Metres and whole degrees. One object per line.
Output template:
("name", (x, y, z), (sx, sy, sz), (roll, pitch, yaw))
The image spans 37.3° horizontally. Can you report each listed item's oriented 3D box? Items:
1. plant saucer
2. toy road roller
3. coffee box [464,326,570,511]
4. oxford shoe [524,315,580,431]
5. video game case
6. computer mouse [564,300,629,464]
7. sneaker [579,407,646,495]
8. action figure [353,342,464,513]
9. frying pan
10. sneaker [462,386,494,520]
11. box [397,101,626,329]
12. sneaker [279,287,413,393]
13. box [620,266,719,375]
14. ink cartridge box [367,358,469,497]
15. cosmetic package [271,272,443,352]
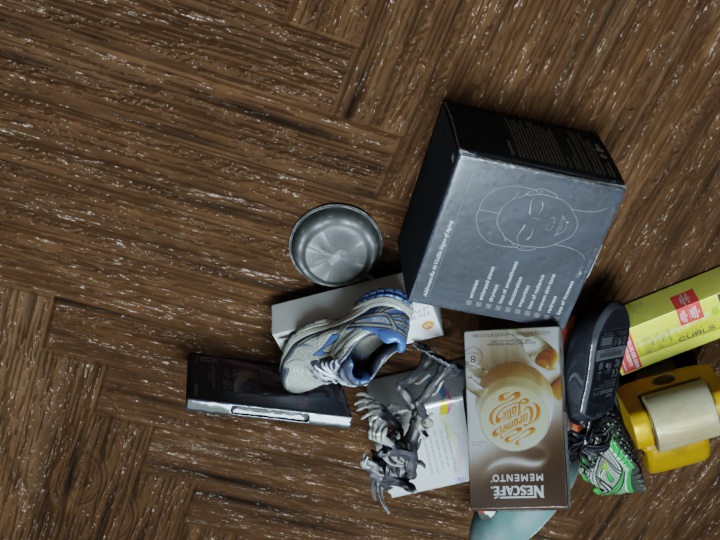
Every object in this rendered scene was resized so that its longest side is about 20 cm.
("plant saucer", (0.207, 0.304, 1.433), (0.039, 0.201, 0.201), (44, 112, -5))
("toy road roller", (0.402, 0.198, 1.368), (0.121, 0.200, 0.148), (-17, 102, 6))
("coffee box", (0.182, 0.173, 1.231), (0.112, 0.204, 0.080), (-4, 166, 12))
("oxford shoe", (0.255, 0.143, 1.404), (0.071, 0.071, 0.203), (0, 122, 19))
("video game case", (-0.115, 0.148, 1.317), (0.196, 0.143, 0.019), (7, 106, -11))
("computer mouse", (0.275, 0.130, 1.312), (0.137, 0.052, 0.203), (4, 101, -47))
("sneaker", (0.333, 0.257, 1.459), (0.084, 0.079, 0.201), (-18, 136, 12))
("action figure", (0.042, 0.186, 1.288), (0.101, 0.119, 0.202), (24, 93, -25))
("frying pan", (-0.016, 0.004, 1.300), (0.113, 0.031, 0.192), (-18, 121, 9))
("sneaker", (0.190, 0.228, 1.342), (0.106, 0.068, 0.204), (-7, 118, 2))
("box", (0.164, -0.059, 1.213), (0.193, 0.125, 0.202), (10, 123, -13))
("sneaker", (-0.022, 0.099, 1.243), (0.199, 0.086, 0.077), (-35, 128, 29))
("box", (0.410, 0.059, 1.361), (0.197, 0.050, 0.076), (-22, 123, 10))
("ink cartridge box", (0.117, 0.202, 1.409), (0.196, 0.086, 0.149), (-11, 123, 4))
("cosmetic package", (-0.003, 0.062, 1.306), (0.197, 0.051, 0.083), (-14, 140, 10))
